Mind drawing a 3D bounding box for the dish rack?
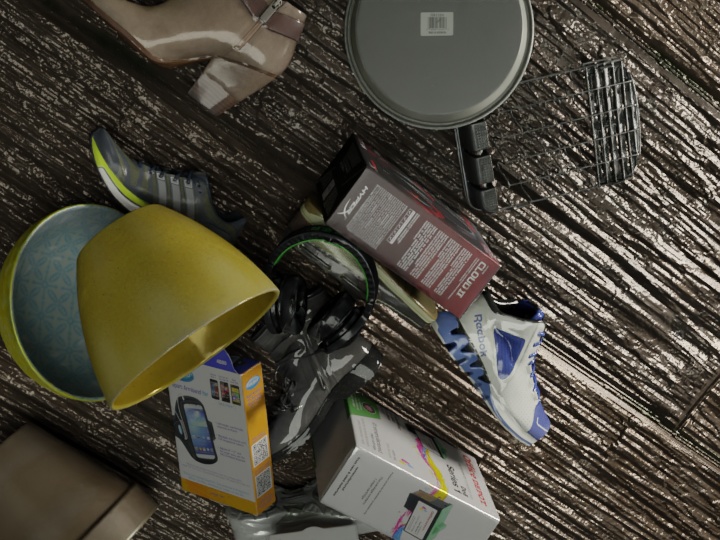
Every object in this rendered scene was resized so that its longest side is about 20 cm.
[{"bbox_3d":[0.205,-0.150,1.167,0.197,0.055,0.155,-13,112,-4],"label":"dish rack"}]

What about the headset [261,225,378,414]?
[{"bbox_3d":[-0.056,0.053,1.138,0.122,0.094,0.202,20,115,3],"label":"headset"}]

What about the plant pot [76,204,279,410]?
[{"bbox_3d":[-0.199,0.021,1.056,0.199,0.200,0.143,-36,83,7],"label":"plant pot"}]

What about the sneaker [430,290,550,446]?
[{"bbox_3d":[0.180,0.101,1.238,0.115,0.081,0.200,-36,108,9],"label":"sneaker"}]

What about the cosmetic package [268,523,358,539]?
[{"bbox_3d":[-0.049,0.388,1.269,0.106,0.086,0.201,-7,141,-3],"label":"cosmetic package"}]

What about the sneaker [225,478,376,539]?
[{"bbox_3d":[-0.061,0.310,1.296,0.197,0.078,0.101,-3,118,2],"label":"sneaker"}]

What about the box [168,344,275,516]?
[{"bbox_3d":[-0.160,0.168,1.210,0.118,0.041,0.203,11,113,33],"label":"box"}]

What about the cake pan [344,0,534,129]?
[{"bbox_3d":[0.080,-0.247,1.095,0.197,0.037,0.204,0,96,5],"label":"cake pan"}]

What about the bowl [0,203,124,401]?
[{"bbox_3d":[-0.309,0.036,1.129,0.107,0.200,0.202,-6,118,41],"label":"bowl"}]

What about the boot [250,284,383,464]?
[{"bbox_3d":[-0.083,0.118,1.229,0.200,0.070,0.132,-45,102,2],"label":"boot"}]

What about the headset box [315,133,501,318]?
[{"bbox_3d":[0.055,-0.044,1.134,0.199,0.149,0.075,35,103,-16],"label":"headset box"}]

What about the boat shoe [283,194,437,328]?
[{"bbox_3d":[0.000,0.000,1.190,0.200,0.072,0.066,41,110,-17],"label":"boat shoe"}]

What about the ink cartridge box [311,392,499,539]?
[{"bbox_3d":[0.049,0.241,1.237,0.198,0.145,0.084,30,104,-16],"label":"ink cartridge box"}]

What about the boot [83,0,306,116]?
[{"bbox_3d":[-0.159,-0.262,1.081,0.199,0.070,0.147,39,95,-19],"label":"boot"}]

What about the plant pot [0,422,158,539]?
[{"bbox_3d":[-0.355,0.273,1.192,0.200,0.200,0.174,-44,93,9],"label":"plant pot"}]

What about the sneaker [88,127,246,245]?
[{"bbox_3d":[-0.205,-0.086,1.137,0.081,0.074,0.200,-45,116,3],"label":"sneaker"}]
